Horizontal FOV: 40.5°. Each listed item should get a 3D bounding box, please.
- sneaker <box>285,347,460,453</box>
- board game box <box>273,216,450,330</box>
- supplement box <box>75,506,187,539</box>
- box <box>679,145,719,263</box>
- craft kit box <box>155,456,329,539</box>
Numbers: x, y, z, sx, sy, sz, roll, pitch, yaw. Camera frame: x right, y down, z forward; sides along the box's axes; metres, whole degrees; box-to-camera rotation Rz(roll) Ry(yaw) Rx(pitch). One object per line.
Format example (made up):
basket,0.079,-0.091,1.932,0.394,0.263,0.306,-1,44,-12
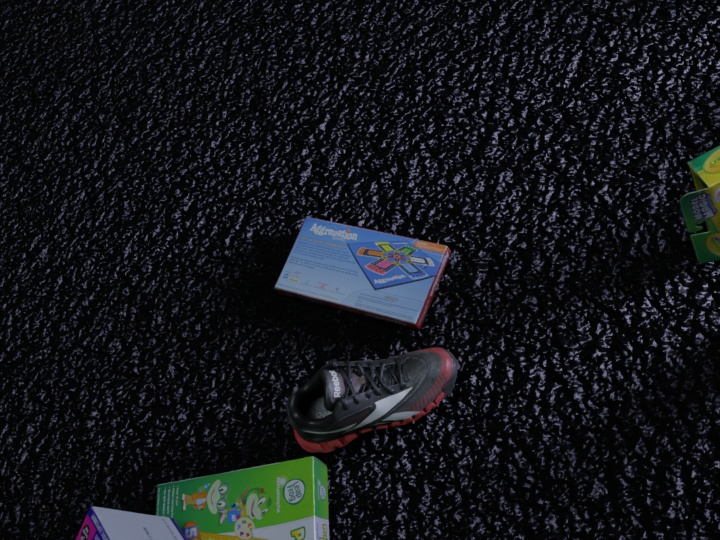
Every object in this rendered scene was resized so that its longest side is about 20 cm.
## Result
sneaker,0.008,0.129,1.041,0.199,0.098,0.071,-23,54,10
board game box,0.000,0.000,1.163,0.199,0.019,0.103,13,71,30
supplement box,-0.253,0.356,0.985,0.101,0.103,0.201,31,99,53
box,0.410,-0.092,0.966,0.199,0.118,0.048,-29,43,7
craft kit box,-0.128,0.313,1.035,0.196,0.049,0.201,-13,59,15
